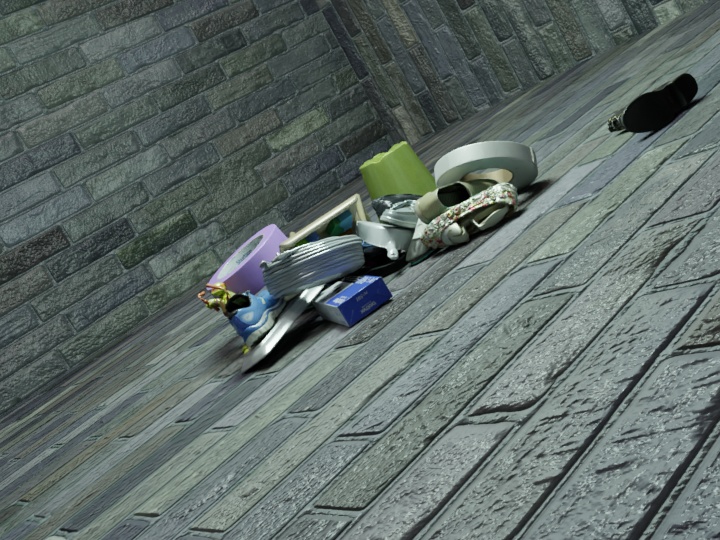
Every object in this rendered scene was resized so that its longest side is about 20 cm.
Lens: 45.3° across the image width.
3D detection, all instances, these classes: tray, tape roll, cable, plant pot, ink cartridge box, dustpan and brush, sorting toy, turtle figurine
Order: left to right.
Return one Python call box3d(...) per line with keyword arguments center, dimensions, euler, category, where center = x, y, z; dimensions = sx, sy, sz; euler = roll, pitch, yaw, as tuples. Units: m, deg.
box3d(center=(-0.256, 0.084, 1.730), dimensions=(0.064, 0.162, 0.200), euler=(-34, 10, -23), category="turtle figurine")
box3d(center=(-0.234, -0.007, 1.842), dimensions=(0.200, 0.066, 0.200), euler=(-38, 16, 13), category="tape roll")
box3d(center=(-0.148, 0.102, 1.587), dimensions=(0.107, 0.022, 0.200), euler=(-36, 12, 49), category="tray")
box3d(center=(-0.085, -0.008, 1.611), dimensions=(0.199, 0.070, 0.200), euler=(-19, -5, -5), category="cable")
box3d(center=(-0.079, -0.056, 1.746), dimensions=(0.185, 0.037, 0.200), euler=(-35, -15, -15), category="sorting toy")
box3d(center=(-0.019, 0.050, 1.541), dimensions=(0.094, 0.044, 0.200), euler=(-34, 10, -12), category="ink cartridge box")
box3d(center=(0.060, -0.057, 1.694), dimensions=(0.139, 0.058, 0.200), euler=(8, 6, -4), category="dustpan and brush")
box3d(center=(0.095, -0.183, 1.956), dimensions=(0.199, 0.190, 0.200), euler=(-29, 10, 6), category="plant pot")
box3d(center=(0.245, -0.192, 1.679), dimensions=(0.202, 0.037, 0.203), euler=(-4, -19, -1), category="tape roll")

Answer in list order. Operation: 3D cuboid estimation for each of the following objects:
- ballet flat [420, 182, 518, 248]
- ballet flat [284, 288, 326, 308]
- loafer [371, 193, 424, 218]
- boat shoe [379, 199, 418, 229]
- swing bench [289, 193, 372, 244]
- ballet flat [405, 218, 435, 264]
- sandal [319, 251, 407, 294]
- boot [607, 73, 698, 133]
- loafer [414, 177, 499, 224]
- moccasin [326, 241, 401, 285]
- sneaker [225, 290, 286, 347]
box3d(center=(0.197, -0.090, 1.559), dimensions=(0.200, 0.076, 0.064), euler=(-33, 42, 16), category="ballet flat")
box3d(center=(-0.146, 0.057, 1.820), dimensions=(0.200, 0.073, 0.073), euler=(-21, 13, 43), category="ballet flat")
box3d(center=(0.110, -0.132, 1.810), dimensions=(0.200, 0.068, 0.070), euler=(-2, 31, -40), category="loafer")
box3d(center=(0.121, -0.120, 1.725), dimensions=(0.201, 0.065, 0.074), euler=(-7, 14, -38), category="boat shoe")
box3d(center=(-0.061, -0.054, 1.975), dimensions=(0.198, 0.130, 0.200), euler=(-28, 15, 10), category="swing bench")
box3d(center=(0.151, -0.089, 1.666), dimensions=(0.200, 0.069, 0.068), euler=(-35, 12, -25), category="ballet flat")
box3d(center=(0.001, -0.001, 1.715), dimensions=(0.200, 0.048, 0.075), euler=(-25, 11, 19), category="sandal")
box3d(center=(0.529, -0.295, 1.643), dimensions=(0.200, 0.069, 0.174), euler=(-30, 3, -22), category="boot")
box3d(center=(0.198, -0.132, 1.621), dimensions=(0.199, 0.076, 0.068), euler=(-17, -10, -29), category="loafer")
box3d(center=(-0.010, -0.024, 1.813), dimensions=(0.199, 0.068, 0.080), euler=(-22, 11, 28), category="moccasin")
box3d(center=(-0.199, 0.068, 1.616), dimensions=(0.079, 0.089, 0.200), euler=(-43, 8, 12), category="sneaker")
